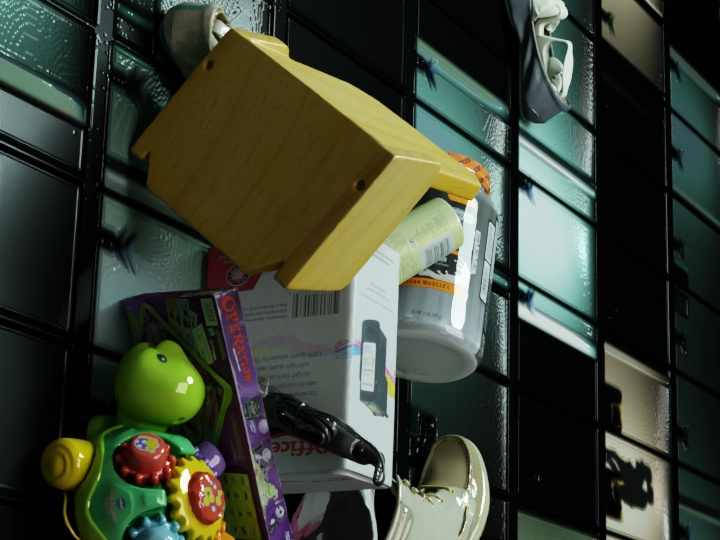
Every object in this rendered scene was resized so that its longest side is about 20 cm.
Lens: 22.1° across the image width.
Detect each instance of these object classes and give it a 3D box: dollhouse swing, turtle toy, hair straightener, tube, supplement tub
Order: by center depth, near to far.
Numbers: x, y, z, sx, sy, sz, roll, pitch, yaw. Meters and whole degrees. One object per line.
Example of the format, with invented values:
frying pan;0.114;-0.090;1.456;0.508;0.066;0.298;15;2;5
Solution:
turtle toy;-0.152;0.152;1.347;0.146;0.101;0.201;16;61;-59
hair straightener;-0.061;0.113;1.400;0.041;0.199;0.077;-58;146;-9
dollhouse swing;-0.036;-0.072;1.479;0.182;0.200;0.176;-50;149;-1
tube;0.000;0.000;1.645;0.200;0.052;0.058;-31;72;-22
supplement tub;0.066;-0.005;1.757;0.123;0.122;0.201;43;46;-48

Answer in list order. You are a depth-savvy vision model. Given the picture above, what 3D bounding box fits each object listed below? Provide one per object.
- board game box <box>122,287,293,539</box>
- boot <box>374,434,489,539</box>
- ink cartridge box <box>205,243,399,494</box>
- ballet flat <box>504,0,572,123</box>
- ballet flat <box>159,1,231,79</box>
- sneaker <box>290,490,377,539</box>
board game box;-0.117;0.114;1.404;0.032;0.120;0.201;-20;101;-45
boot;0.052;0.217;1.735;0.155;0.072;0.201;48;45;-42
ink cartridge box;-0.051;0.078;1.503;0.083;0.145;0.201;30;58;-57
ballet flat;0.210;-0.271;2.132;0.073;0.073;0.201;-7;90;-61
ballet flat;-0.099;-0.145;1.555;0.200;0.062;0.068;54;40;-41
sneaker;-0.012;0.197;1.622;0.086;0.080;0.201;17;74;-70
